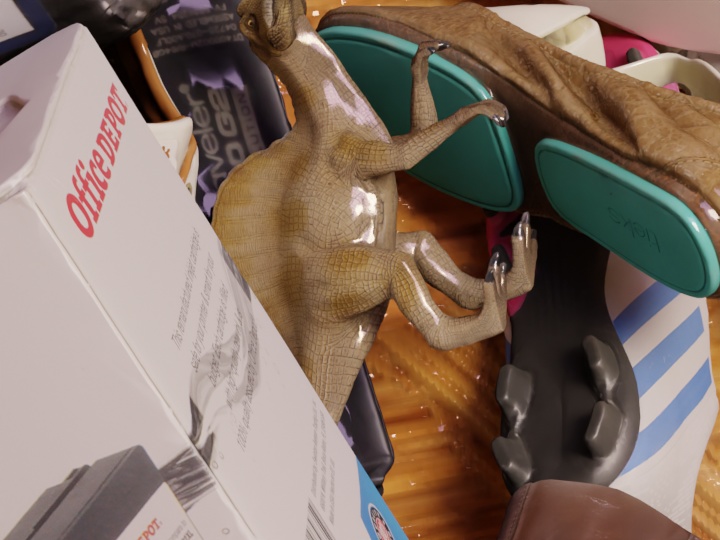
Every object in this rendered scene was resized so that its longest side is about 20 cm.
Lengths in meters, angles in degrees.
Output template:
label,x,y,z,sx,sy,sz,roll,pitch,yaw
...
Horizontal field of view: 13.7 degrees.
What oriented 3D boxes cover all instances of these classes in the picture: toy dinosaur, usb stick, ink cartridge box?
label,x,y,z,sx,sy,sz,roll,pitch,yaw
toy dinosaur,0.000,0.000,0.930,0.101,0.058,0.201,-1,86,17
usb stick,-0.040,-0.016,0.971,0.055,0.033,0.201,-13,74,-17
ink cartridge box,-0.063,0.052,0.808,0.084,0.145,0.200,-28,108,11

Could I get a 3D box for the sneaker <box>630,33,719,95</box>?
label,x,y,z,sx,sy,sz,roll,pitch,yaw
sneaker,0.132,-0.072,1.057,0.092,0.076,0.201,7,59,-12

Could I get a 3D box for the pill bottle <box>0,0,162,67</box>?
label,x,y,z,sx,sy,sz,roll,pitch,yaw
pill bottle,-0.124,-0.105,0.870,0.199,0.112,0.112,-19,73,11

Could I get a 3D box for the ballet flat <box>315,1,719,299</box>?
label,x,y,z,sx,sy,sz,roll,pitch,yaw
ballet flat,0.069,-0.051,0.962,0.072,0.200,0.068,-36,128,-25

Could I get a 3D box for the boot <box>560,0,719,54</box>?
label,x,y,z,sx,sy,sz,roll,pitch,yaw
boot,0.077,-0.142,1.023,0.199,0.073,0.091,18,60,10

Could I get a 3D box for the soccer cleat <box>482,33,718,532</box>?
label,x,y,z,sx,sy,sz,roll,pitch,yaw
soccer cleat,0.084,0.015,1.002,0.086,0.070,0.200,46,39,-40

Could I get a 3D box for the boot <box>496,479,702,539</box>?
label,x,y,z,sx,sy,sz,roll,pitch,yaw
boot,0.098,0.163,0.853,0.186,0.064,0.200,32,43,-2

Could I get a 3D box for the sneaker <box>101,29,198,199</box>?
label,x,y,z,sx,sy,sz,roll,pitch,yaw
sneaker,-0.083,0.001,0.915,0.073,0.085,0.201,-4,73,-27
